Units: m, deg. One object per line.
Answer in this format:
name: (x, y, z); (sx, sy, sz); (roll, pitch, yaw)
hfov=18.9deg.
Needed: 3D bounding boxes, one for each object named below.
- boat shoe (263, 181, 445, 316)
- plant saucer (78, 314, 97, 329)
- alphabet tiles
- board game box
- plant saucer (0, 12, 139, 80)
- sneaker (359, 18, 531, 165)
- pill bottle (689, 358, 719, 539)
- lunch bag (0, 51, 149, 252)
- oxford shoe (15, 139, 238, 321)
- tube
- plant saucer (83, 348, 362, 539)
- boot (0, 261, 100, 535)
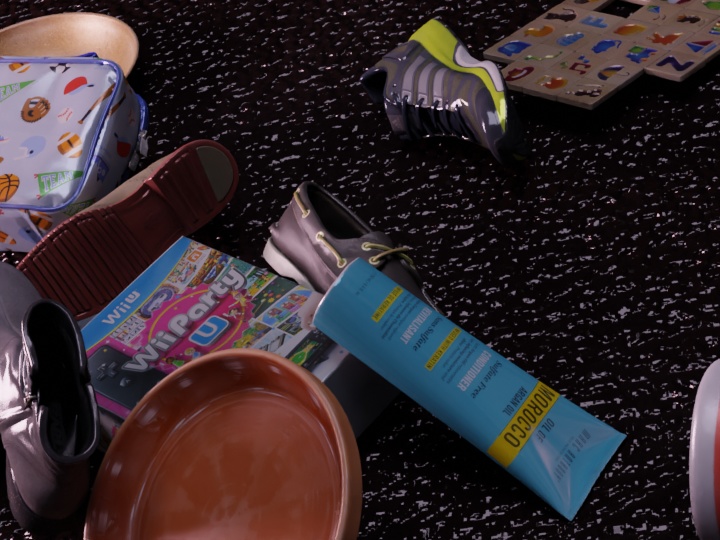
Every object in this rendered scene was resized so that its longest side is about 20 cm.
boat shoe: (0.000, 0.000, 1.465); (0.071, 0.061, 0.201); (11, 17, -38)
plant saucer: (-0.203, 0.032, 1.564); (0.199, 0.019, 0.070); (-11, 36, 9)
alphabet tiles: (0.199, -0.177, 1.670); (0.167, 0.008, 0.200); (19, 41, 39)
board game box: (-0.092, 0.071, 1.412); (0.199, 0.065, 0.148); (21, 56, 42)
plant saucer: (-0.278, -0.150, 1.826); (0.199, 0.036, 0.201); (-11, 35, 8)
sneaker: (0.065, -0.121, 1.628); (0.081, 0.074, 0.200); (-30, 29, -7)
pill bottle: (0.288, 0.105, 1.179); (0.199, 0.112, 0.112); (1, 38, 23)
lunch bag: (-0.262, -0.096, 1.680); (0.199, 0.076, 0.161); (4, 61, 23)
oxford shoe: (-0.177, -0.021, 1.573); (0.199, 0.071, 0.075); (-34, 10, -19)
tube: (0.064, 0.070, 1.321); (0.199, 0.050, 0.078); (35, 57, 7)
plant saucer: (-0.080, 0.146, 1.272); (0.199, 0.032, 0.202); (-16, 62, 33)
boot: (-0.200, 0.052, 1.338); (0.069, 0.132, 0.201); (-15, 62, -22)
